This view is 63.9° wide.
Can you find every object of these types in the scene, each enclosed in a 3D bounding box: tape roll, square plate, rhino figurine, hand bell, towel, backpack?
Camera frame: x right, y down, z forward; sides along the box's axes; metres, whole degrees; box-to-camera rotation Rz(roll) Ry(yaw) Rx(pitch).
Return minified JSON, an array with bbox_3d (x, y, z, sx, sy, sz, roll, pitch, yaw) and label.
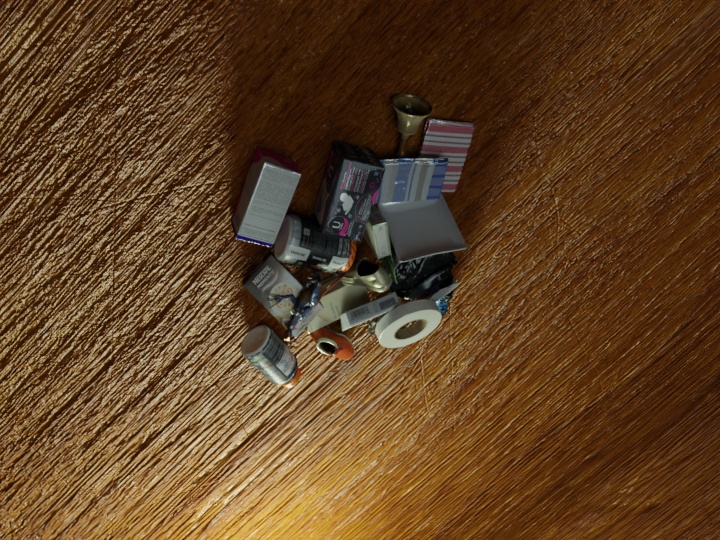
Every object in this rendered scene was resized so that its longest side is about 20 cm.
[{"bbox_3d":[0.138,0.154,1.655,0.198,0.038,0.205,-17,149,-10],"label":"tape roll"},{"bbox_3d":[0.162,-0.115,1.552,0.195,0.202,0.029,-11,147,-15],"label":"square plate"},{"bbox_3d":[0.092,0.183,1.768,0.086,0.061,0.200,-23,152,15],"label":"rhino figurine"},{"bbox_3d":[0.110,-0.331,1.467,0.101,0.105,0.203,-5,136,-18],"label":"hand bell"},{"bbox_3d":[0.216,-0.304,1.550,0.142,0.030,0.204,0,124,-21],"label":"towel"},{"bbox_3d":[0.155,-0.017,1.647,0.166,0.127,0.200,38,104,-23],"label":"backpack"},{"bbox_3d":[0.129,-0.235,1.522,0.194,0.024,0.149,-4,140,-10],"label":"towel"}]

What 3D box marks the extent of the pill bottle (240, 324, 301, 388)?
[{"bbox_3d":[-0.251,0.258,1.670,0.105,0.107,0.201,-33,127,2],"label":"pill bottle"}]

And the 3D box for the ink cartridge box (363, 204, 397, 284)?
[{"bbox_3d":[0.042,-0.075,1.550,0.047,0.146,0.204,-17,127,-10],"label":"ink cartridge box"}]

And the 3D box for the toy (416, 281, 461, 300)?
[{"bbox_3d":[0.192,0.082,1.694,0.114,0.048,0.200,-16,156,-48],"label":"toy"}]

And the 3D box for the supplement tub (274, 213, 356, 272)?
[{"bbox_3d":[-0.117,-0.066,1.505,0.196,0.123,0.125,13,116,-28],"label":"supplement tub"}]

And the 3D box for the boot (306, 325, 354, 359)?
[{"bbox_3d":[-0.079,0.230,1.723,0.075,0.108,0.199,-44,128,8],"label":"boot"}]

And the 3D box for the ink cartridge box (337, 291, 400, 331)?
[{"bbox_3d":[0.014,0.122,1.666,0.157,0.200,0.048,-22,87,-16],"label":"ink cartridge box"}]

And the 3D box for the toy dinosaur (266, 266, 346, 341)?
[{"bbox_3d":[-0.134,0.095,1.464,0.195,0.105,0.186,6,114,-24],"label":"toy dinosaur"}]

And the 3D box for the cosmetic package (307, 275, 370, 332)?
[{"bbox_3d":[-0.079,0.081,1.647,0.196,0.073,0.105,-27,128,-5],"label":"cosmetic package"}]

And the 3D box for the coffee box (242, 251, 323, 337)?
[{"bbox_3d":[-0.206,0.063,1.527,0.114,0.080,0.200,-45,104,-1],"label":"coffee box"}]

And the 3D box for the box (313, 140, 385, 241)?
[{"bbox_3d":[-0.034,-0.200,1.447,0.112,0.133,0.204,9,118,-22],"label":"box"}]

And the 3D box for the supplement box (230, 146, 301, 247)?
[{"bbox_3d":[-0.233,-0.177,1.399,0.101,0.102,0.203,12,116,-28],"label":"supplement box"}]

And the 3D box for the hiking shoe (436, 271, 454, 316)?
[{"bbox_3d":[0.246,0.070,1.763,0.073,0.087,0.204,-15,126,-12],"label":"hiking shoe"}]

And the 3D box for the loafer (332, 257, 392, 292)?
[{"bbox_3d":[0.000,0.000,1.565,0.076,0.196,0.069,-50,135,-33],"label":"loafer"}]
